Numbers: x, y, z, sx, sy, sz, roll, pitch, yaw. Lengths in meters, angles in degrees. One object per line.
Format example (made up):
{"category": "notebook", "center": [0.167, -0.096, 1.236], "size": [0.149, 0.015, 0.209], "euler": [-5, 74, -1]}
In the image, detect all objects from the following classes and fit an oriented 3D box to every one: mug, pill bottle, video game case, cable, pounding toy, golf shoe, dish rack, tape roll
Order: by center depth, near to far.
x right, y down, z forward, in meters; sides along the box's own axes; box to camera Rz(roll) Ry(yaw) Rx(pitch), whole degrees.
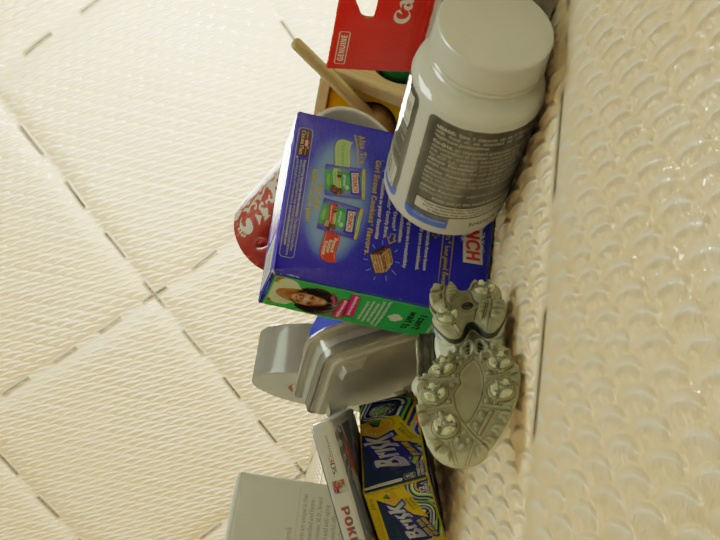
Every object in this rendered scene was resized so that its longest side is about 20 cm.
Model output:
{"category": "golf shoe", "center": [0.089, 0.096, 0.978], "size": [0.200, 0.078, 0.098], "euler": [-77, -18, -54]}
{"category": "pill bottle", "center": [0.090, -0.132, 1.051], "size": [0.200, 0.113, 0.114], "euler": [105, 173, -53]}
{"category": "cable", "center": [0.057, 0.109, 1.125], "size": [0.200, 0.050, 0.098], "euler": [41, -125, -73]}
{"category": "video game case", "center": [0.000, 0.224, 1.173], "size": [0.200, 0.023, 0.183], "euler": [28, -134, -84]}
{"category": "dish rack", "center": [0.022, 0.093, 1.274], "size": [0.200, 0.171, 0.044], "euler": [109, 141, -64]}
{"category": "mug", "center": [-0.071, -0.079, 1.447], "size": [0.200, 0.177, 0.134], "euler": [-36, 78, 48]}
{"category": "pounding toy", "center": [0.013, -0.186, 1.497], "size": [0.142, 0.183, 0.201], "euler": [-54, -17, -48]}
{"category": "tape roll", "center": [-0.036, 0.126, 1.603], "size": [0.200, 0.199, 0.067], "euler": [112, 167, -71]}

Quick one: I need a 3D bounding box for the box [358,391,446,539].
{"category": "box", "center": [0.038, 0.192, 1.221], "size": [0.200, 0.064, 0.070], "euler": [-96, -10, -73]}

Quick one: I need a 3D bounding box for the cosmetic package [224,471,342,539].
{"category": "cosmetic package", "center": [-0.054, 0.343, 1.348], "size": [0.167, 0.199, 0.168], "euler": [-86, 6, -54]}

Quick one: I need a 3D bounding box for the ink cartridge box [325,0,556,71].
{"category": "ink cartridge box", "center": [0.070, -0.220, 1.061], "size": [0.200, 0.175, 0.045], "euler": [105, 162, -56]}

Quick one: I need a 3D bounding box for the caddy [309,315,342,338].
{"category": "caddy", "center": [0.000, 0.000, 1.296], "size": [0.142, 0.105, 0.200], "euler": [56, 144, 24]}

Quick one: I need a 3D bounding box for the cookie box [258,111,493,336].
{"category": "cookie box", "center": [0.019, -0.038, 1.169], "size": [0.075, 0.199, 0.172], "euler": [122, 159, -64]}
